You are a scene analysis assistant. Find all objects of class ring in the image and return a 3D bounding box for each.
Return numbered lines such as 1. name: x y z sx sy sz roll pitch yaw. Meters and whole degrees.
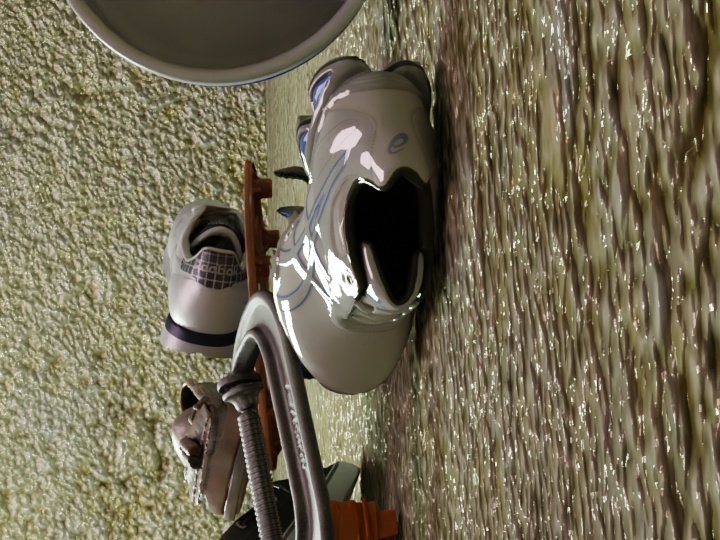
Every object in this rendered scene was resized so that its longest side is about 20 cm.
1. ring: -0.059 0.029 1.048 0.200 0.019 0.203 176 90 -89

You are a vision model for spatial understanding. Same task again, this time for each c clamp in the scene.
1. c clamp: -0.051 0.119 0.898 0.171 0.027 0.202 129 133 -65

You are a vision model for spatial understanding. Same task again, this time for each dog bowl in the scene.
1. dog bowl: -0.082 -0.207 0.922 0.079 0.198 0.202 -125 34 -86

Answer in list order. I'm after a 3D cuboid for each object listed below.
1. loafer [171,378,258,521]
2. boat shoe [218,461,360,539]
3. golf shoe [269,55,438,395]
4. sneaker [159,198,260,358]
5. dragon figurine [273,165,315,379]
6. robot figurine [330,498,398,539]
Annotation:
1. loafer: -0.099 0.113 1.056 0.200 0.062 0.073 -93 17 -82
2. boat shoe: -0.046 0.166 1.081 0.200 0.056 0.069 -36 -30 -76
3. golf shoe: 0.000 0.000 0.772 0.098 0.077 0.201 -107 14 -49
4. sneaker: -0.100 -0.015 1.126 0.200 0.076 0.081 -106 22 -64
5. dragon figurine: -0.022 0.010 1.047 0.200 0.058 0.100 91 174 -66
6. robot figurine: -0.009 0.237 0.957 0.201 0.058 0.146 96 172 -45
